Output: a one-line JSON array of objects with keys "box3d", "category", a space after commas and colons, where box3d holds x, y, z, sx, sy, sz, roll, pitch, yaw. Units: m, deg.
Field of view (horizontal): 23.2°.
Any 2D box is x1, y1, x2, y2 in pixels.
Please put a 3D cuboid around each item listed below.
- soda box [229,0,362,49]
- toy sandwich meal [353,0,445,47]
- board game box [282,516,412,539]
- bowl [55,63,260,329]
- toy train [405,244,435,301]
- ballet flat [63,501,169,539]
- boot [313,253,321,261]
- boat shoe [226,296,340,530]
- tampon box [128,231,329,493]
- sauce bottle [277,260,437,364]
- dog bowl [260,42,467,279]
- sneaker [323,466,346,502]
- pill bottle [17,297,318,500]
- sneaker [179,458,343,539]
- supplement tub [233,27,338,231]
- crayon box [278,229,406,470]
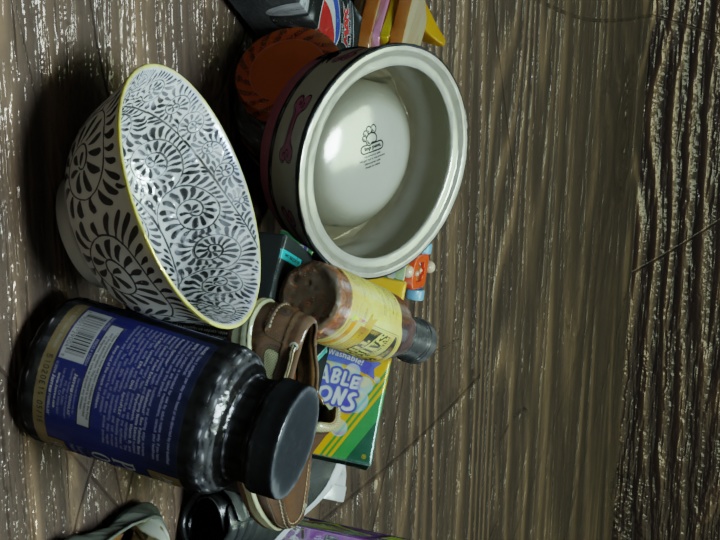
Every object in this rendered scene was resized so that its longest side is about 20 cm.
[{"box3d": [-0.058, -0.238, 1.574, 0.200, 0.070, 0.064, 44, 51, -68], "category": "soda box"}, {"box3d": [0.041, -0.240, 1.871, 0.205, 0.070, 0.206, 9, 90, -72], "category": "toy sandwich meal"}, {"box3d": [-0.020, 0.264, 1.710, 0.120, 0.199, 0.032, 33, 68, -69], "category": "board game box"}, {"box3d": [-0.160, -0.041, 1.283, 0.201, 0.094, 0.201, 51, 29, -44], "category": "bowl"}, {"box3d": [0.051, -0.061, 2.016, 0.150, 0.055, 0.201, -26, 126, -69], "category": "toy train"}, {"box3d": [-0.187, 0.234, 1.413, 0.200, 0.063, 0.068, -10, 107, -71], "category": "ballet flat"}, {"box3d": [0.000, 0.000, 1.701, 0.107, 0.075, 0.200, 41, 49, -24], "category": "boot"}, {"box3d": [-0.054, 0.119, 1.351, 0.075, 0.075, 0.203, -51, 142, -50], "category": "boat shoe"}, {"box3d": [-0.114, 0.076, 1.460, 0.150, 0.126, 0.201, 42, 59, -66], "category": "tampon box"}, {"box3d": [0.005, 0.042, 1.456, 0.200, 0.066, 0.066, 23, 76, -57], "category": "sauce bottle"}, {"box3d": [-0.002, -0.098, 1.482, 0.200, 0.074, 0.201, -18, 117, -40], "category": "dog bowl"}, {"box3d": [-0.041, 0.168, 1.757, 0.200, 0.073, 0.116, -175, -82, -86], "category": "sneaker"}, {"box3d": [-0.137, 0.096, 1.271, 0.112, 0.199, 0.112, 16, 90, -73], "category": "pill bottle"}, {"box3d": [-0.086, 0.192, 1.591, 0.200, 0.071, 0.099, -53, 153, 4], "category": "sneaker"}, {"box3d": [-0.043, -0.121, 1.593, 0.200, 0.122, 0.123, 70, 33, -55], "category": "supplement tub"}, {"box3d": [-0.033, 0.067, 1.570, 0.052, 0.125, 0.201, 104, -3, -79], "category": "crayon box"}]
